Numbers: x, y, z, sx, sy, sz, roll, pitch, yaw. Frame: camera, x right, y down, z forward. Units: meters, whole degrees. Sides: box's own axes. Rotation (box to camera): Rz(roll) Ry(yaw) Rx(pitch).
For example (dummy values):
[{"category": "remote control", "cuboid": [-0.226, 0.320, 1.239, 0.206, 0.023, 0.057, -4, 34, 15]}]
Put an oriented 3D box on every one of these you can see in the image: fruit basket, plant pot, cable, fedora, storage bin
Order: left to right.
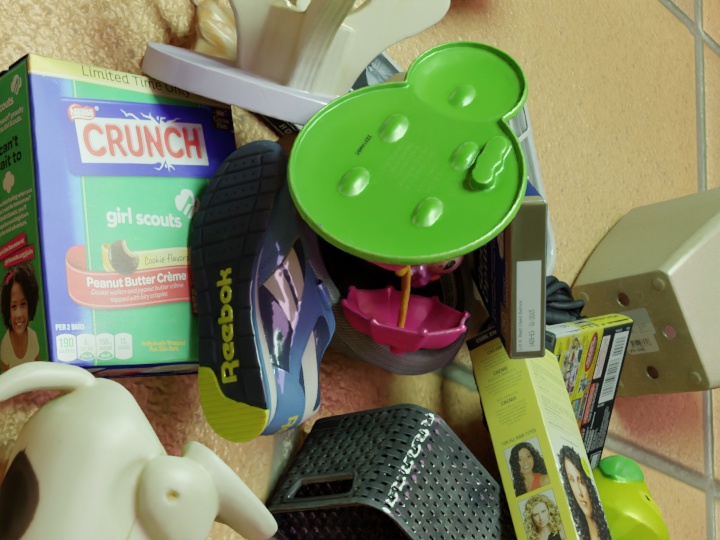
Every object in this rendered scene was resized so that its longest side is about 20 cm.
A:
[{"category": "fedora", "cuboid": [0.000, 0.000, 0.882, 0.200, 0.090, 0.177, 43, 49, -19]}, {"category": "storage bin", "cuboid": [0.041, 0.206, 0.826, 0.200, 0.135, 0.094, 51, 48, -22]}, {"category": "cable", "cuboid": [0.166, 0.086, 1.001, 0.163, 0.051, 0.200, -53, 137, -19]}, {"category": "fruit basket", "cuboid": [0.241, 0.278, 0.987, 0.215, 0.155, 0.216, -16, 114, -39]}, {"category": "plant pot", "cuboid": [0.352, 0.038, 1.173, 0.177, 0.200, 0.201, -28, 98, -35]}]

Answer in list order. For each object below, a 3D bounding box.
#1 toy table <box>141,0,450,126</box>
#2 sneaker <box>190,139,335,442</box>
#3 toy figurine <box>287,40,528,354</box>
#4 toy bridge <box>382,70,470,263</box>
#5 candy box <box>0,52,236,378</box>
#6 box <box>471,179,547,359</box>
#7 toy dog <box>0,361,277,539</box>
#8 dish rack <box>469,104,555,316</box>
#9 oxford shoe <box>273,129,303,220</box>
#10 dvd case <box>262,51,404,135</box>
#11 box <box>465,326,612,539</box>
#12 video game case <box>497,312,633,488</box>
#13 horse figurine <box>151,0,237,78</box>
[{"category": "toy table", "cuboid": [-0.041, -0.169, 0.764, 0.199, 0.184, 0.117, 11, 105, -28]}, {"category": "sneaker", "cuboid": [-0.063, 0.014, 0.725, 0.082, 0.074, 0.201, 9, 79, -49]}, {"category": "toy figurine", "cuboid": [0.042, -0.030, 0.753, 0.200, 0.150, 0.184, -57, 160, -31]}, {"category": "toy bridge", "cuboid": [0.069, -0.090, 1.000, 0.067, 0.027, 0.201, -48, 126, -52]}, {"category": "candy box", "cuboid": [-0.161, -0.030, 0.736, 0.169, 0.077, 0.201, 2, 76, -46]}, {"category": "box", "cuboid": [0.111, -0.028, 0.852, 0.200, 0.032, 0.122, -98, -176, -68]}, {"category": "toy dog", "cuboid": [-0.173, 0.172, 0.612, 0.200, 0.139, 0.194, -53, 131, -30]}, {"category": "dish rack", "cuboid": [0.133, -0.062, 1.037, 0.172, 0.043, 0.201, -46, 125, -54]}, {"category": "oxford shoe", "cuboid": [0.018, -0.062, 0.813, 0.200, 0.071, 0.072, 9, 64, -40]}, {"category": "dvd case", "cuboid": [-0.017, -0.156, 0.963, 0.200, 0.025, 0.151, 41, 51, -30]}, {"category": "box", "cuboid": [0.140, 0.141, 0.834, 0.075, 0.050, 0.201, 32, 37, -48]}, {"category": "video game case", "cuboid": [0.188, 0.143, 1.001, 0.180, 0.025, 0.201, -4, 108, -54]}, {"category": "horse figurine", "cuboid": [-0.083, -0.203, 0.865, 0.199, 0.050, 0.133, -8, 74, -31]}]
